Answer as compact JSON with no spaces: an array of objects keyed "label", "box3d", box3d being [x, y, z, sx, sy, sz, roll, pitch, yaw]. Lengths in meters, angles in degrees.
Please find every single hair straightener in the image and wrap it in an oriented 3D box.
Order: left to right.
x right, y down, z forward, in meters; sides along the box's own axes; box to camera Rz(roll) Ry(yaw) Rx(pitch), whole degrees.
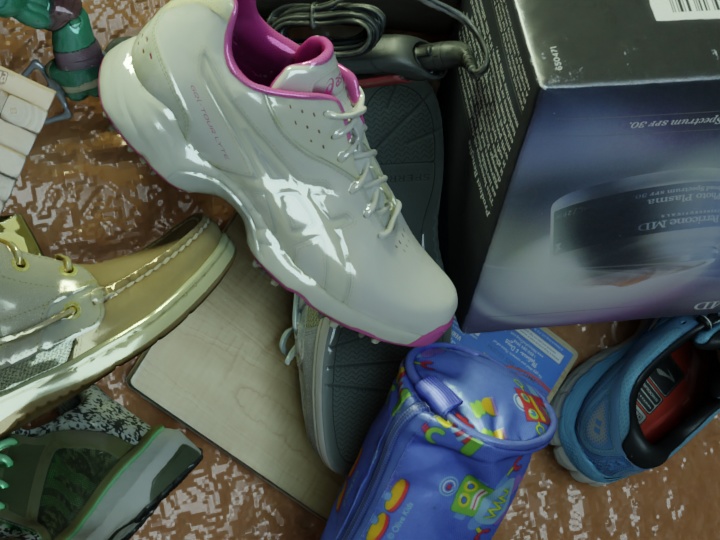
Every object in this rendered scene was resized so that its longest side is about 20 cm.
[{"label":"hair straightener","box3d":[-0.036,-0.098,0.922,0.077,0.199,0.041,45,51,-55]}]

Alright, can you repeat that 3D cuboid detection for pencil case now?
[{"label":"pencil case","box3d":[0.015,0.132,0.962,0.087,0.078,0.200,1,123,-51]}]

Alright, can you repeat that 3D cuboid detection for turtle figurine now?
[{"label":"turtle figurine","box3d":[-0.165,-0.142,0.913,0.150,0.101,0.200,42,67,1]}]

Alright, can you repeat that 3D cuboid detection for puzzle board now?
[{"label":"puzzle board","box3d":[-0.001,0.050,1.030,0.200,0.017,0.151,36,78,-17]}]

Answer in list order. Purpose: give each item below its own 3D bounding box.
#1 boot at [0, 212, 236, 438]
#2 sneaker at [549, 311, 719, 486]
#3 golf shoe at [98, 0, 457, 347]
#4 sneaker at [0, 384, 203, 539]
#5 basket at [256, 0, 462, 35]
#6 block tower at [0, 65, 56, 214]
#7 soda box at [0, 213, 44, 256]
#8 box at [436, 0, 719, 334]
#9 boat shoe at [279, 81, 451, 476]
[{"label":"boot","box3d":[-0.167,-0.012,0.874,0.200,0.072,0.155,-32,98,-17]},{"label":"sneaker","box3d":[0.188,0.037,1.058,0.078,0.090,0.200,43,74,-16]},{"label":"golf shoe","box3d":[-0.021,-0.046,0.894,0.200,0.075,0.091,40,118,-15]},{"label":"sneaker","box3d":[-0.157,0.107,0.914,0.089,0.200,0.077,44,119,5]},{"label":"basket","box3d":[0.034,-0.189,0.979,0.199,0.136,0.181,12,106,-24]},{"label":"block tower","box3d":[-0.189,0.008,0.805,0.058,0.054,0.201,24,86,-12]},{"label":"soda box","box3d":[-0.233,0.046,0.919,0.200,0.064,0.068,-29,99,-18]},{"label":"box","box3d":[0.147,-0.074,0.957,0.199,0.199,0.124,-4,58,-11]},{"label":"boat shoe","box3d":[-0.001,-0.001,0.994,0.074,0.065,0.203,-3,96,-32]}]
